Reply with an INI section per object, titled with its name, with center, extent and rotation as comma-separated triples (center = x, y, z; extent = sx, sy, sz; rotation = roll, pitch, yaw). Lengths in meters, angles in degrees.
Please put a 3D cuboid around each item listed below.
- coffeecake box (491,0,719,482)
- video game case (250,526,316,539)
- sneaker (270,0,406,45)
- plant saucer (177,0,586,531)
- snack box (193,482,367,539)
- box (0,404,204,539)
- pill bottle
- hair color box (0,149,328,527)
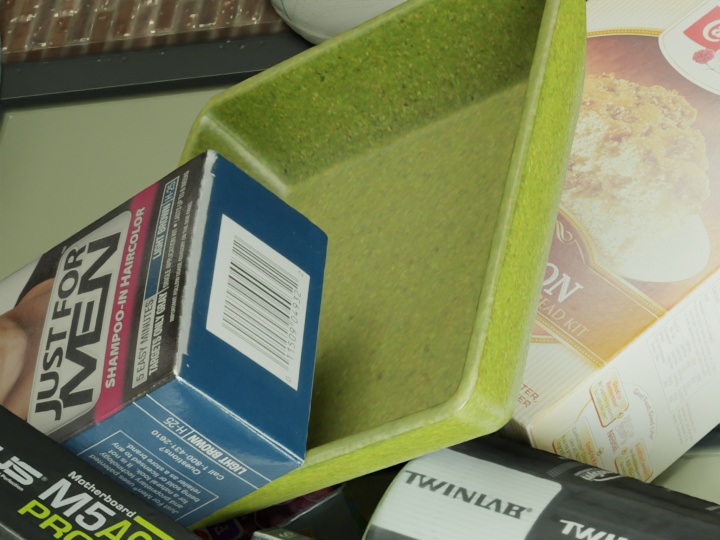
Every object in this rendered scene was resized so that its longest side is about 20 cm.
[coffeecake box]
center = 0.097, -0.014, 1.061
extent = 0.200, 0.073, 0.153
rotation = -38, 45, -17
[video game case]
center = 0.038, 0.176, 0.874
extent = 0.199, 0.144, 0.019
rotation = 15, 11, 33
[sneaker]
center = -0.031, -0.163, 1.248
extent = 0.070, 0.080, 0.200
rotation = -39, 48, -20
[plant saucer]
center = 0.000, 0.000, 0.965
extent = 0.199, 0.048, 0.201
rotation = -22, 43, 42
[snack box]
center = -0.112, 0.103, 1.042
extent = 0.199, 0.053, 0.142
rotation = -31, 44, -8
[box]
center = -0.071, 0.152, 0.872
extent = 0.199, 0.161, 0.044
rotation = 31, 40, 23
[pill bottle]
center = 0.102, 0.126, 0.902
extent = 0.199, 0.106, 0.106
rotation = 15, 55, 32
[hair color box]
center = -0.104, 0.051, 0.949
extent = 0.200, 0.060, 0.100
rotation = -31, 37, 34
